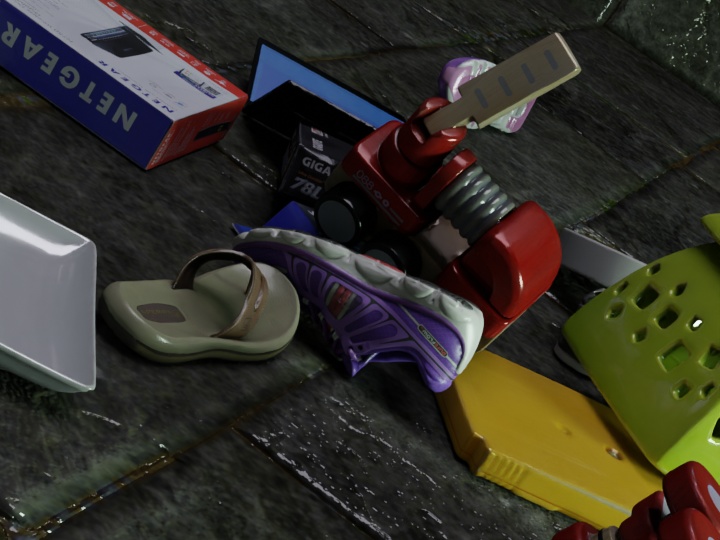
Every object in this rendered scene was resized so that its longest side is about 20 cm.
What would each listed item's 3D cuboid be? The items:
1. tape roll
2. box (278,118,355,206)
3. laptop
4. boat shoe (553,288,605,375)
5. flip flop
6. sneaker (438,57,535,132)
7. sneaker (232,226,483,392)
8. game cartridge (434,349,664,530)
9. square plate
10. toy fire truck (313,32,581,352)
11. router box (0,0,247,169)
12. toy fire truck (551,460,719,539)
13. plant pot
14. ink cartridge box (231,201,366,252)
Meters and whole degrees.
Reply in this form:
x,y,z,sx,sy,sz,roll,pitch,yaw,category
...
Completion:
x,y,z,sx,sy,sz,roll,pitch,yaw,category
0.283,0.015,1.789,0.202,0.037,0.203,24,4,-2,tape roll
0.028,-0.060,1.541,0.198,0.050,0.200,26,8,-5,box
-0.008,-0.155,1.697,0.176,0.104,0.200,27,-15,-17,laptop
0.228,0.048,1.668,0.067,0.057,0.200,36,19,8,boat shoe
-0.097,0.016,1.204,0.081,0.058,0.200,41,20,23,flip flop
0.133,-0.218,2.163,0.088,0.081,0.200,34,12,25,sneaker
-0.012,0.027,1.304,0.199,0.084,0.081,24,-1,22,sneaker
0.146,0.132,1.370,0.199,0.033,0.177,24,20,-19,game cartridge
-0.248,-0.009,1.064,0.199,0.029,0.198,27,19,-19,square plate
0.091,-0.063,1.341,0.176,0.200,0.129,48,46,6,toy fire truck
-0.210,-0.170,1.498,0.199,0.049,0.179,35,18,5,router box
0.204,0.227,1.134,0.168,0.112,0.200,57,18,-6,toy fire truck
0.314,0.083,1.472,0.199,0.181,0.200,37,15,-34,plant pot
0.000,0.000,1.440,0.199,0.039,0.100,16,26,-40,ink cartridge box
